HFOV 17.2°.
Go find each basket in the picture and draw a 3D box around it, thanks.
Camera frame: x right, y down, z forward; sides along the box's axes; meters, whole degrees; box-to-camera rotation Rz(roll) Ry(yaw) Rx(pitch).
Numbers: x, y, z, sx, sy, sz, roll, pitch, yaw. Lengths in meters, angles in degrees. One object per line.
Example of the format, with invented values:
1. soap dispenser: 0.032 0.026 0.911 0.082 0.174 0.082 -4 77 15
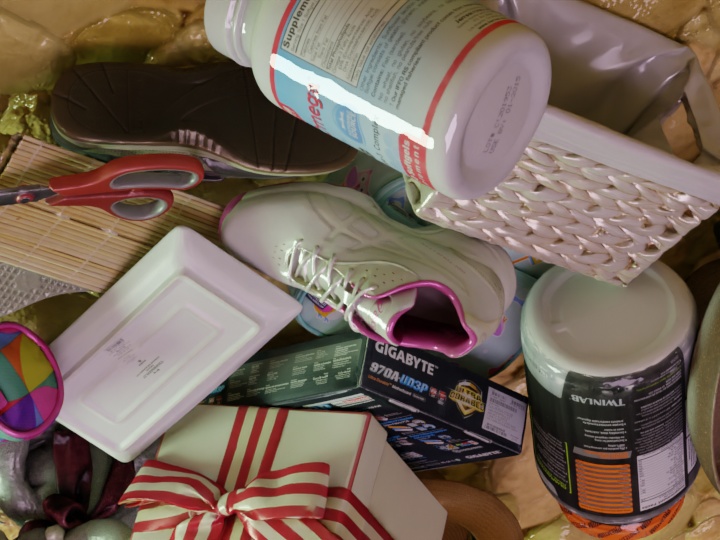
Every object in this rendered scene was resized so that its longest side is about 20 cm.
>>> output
1. basket: 0.127 -0.091 1.548 0.199 0.136 0.123 19 131 -31

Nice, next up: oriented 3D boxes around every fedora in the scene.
1. fedora: 0.030 0.206 1.860 0.199 0.082 0.201 -9 138 -8

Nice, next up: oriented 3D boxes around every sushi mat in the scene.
1. sushi mat: -0.166 -0.027 1.536 0.199 0.012 0.096 20 118 -43

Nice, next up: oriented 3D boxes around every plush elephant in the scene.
1. plush elephant: -0.212 0.181 1.706 0.200 0.155 0.164 -37 133 21

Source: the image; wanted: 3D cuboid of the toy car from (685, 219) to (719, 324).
1. toy car: 0.285 0.051 1.741 0.164 0.158 0.200 -37 122 5

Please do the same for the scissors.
1. scissors: -0.194 -0.052 1.461 0.199 0.014 0.073 1 154 -28

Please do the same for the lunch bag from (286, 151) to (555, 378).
1. lunch bag: 0.050 -0.009 1.647 0.199 0.077 0.160 22 126 -34

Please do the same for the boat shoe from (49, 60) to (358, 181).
1. boat shoe: -0.102 -0.094 1.526 0.200 0.072 0.066 4 167 -14

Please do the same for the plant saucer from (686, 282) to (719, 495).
1. plant saucer: 0.269 0.061 1.619 0.036 0.201 0.201 15 147 30

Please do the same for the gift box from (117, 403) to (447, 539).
1. gift box: -0.054 0.208 1.651 0.184 0.201 0.187 -4 147 25

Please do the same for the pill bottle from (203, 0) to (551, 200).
1. pill bottle: 0.006 -0.129 1.417 0.109 0.199 0.109 -38 144 -35

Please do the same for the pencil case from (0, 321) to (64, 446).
1. pencil case: -0.284 0.103 1.612 0.088 0.089 0.200 22 145 -34

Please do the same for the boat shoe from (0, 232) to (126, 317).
1. boat shoe: -0.205 -0.018 1.577 0.199 0.062 0.075 -19 136 -15

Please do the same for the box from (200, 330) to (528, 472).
1. box: -0.004 0.100 1.699 0.158 0.046 0.199 25 155 -35

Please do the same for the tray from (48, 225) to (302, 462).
1. tray: -0.140 0.058 1.588 0.107 0.022 0.200 35 124 -22

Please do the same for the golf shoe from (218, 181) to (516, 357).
1. golf shoe: 0.000 0.000 1.531 0.199 0.092 0.076 14 125 6

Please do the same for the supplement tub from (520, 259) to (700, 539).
1. supplement tub: 0.177 0.092 1.654 0.122 0.123 0.201 -13 138 -3
